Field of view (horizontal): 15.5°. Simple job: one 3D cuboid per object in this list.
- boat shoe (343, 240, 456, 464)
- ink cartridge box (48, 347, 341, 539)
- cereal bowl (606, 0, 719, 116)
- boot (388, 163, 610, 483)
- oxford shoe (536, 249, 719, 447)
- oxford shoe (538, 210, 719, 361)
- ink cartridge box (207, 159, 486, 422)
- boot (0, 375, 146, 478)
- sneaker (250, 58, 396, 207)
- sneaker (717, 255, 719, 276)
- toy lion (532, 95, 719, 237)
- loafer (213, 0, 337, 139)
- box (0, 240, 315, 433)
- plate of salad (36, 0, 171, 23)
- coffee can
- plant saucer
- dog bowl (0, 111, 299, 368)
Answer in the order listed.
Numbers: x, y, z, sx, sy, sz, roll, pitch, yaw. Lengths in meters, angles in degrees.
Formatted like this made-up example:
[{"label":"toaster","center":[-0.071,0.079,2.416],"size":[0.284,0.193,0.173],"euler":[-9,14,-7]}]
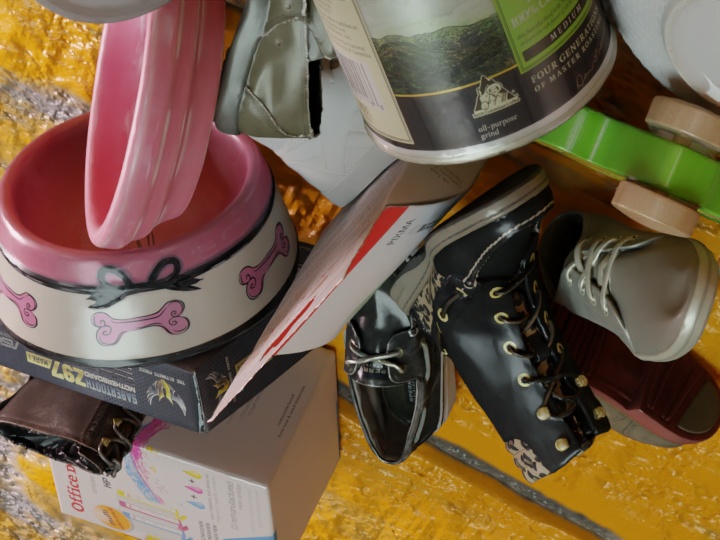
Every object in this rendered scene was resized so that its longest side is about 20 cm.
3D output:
[{"label":"boat shoe","center":[0.024,0.051,1.739],"size":[0.072,0.071,0.201],"euler":[9,138,25]},{"label":"ink cartridge box","center":[-0.129,0.113,1.872],"size":[0.199,0.126,0.129],"euler":[16,144,15]},{"label":"cereal bowl","center":[0.213,-0.140,1.367],"size":[0.199,0.084,0.201],"euler":[18,144,14]},{"label":"boot","center":[0.099,0.033,1.538],"size":[0.154,0.073,0.204],"euler":[56,158,6]},{"label":"oxford shoe","center":[0.133,0.055,1.680],"size":[0.200,0.071,0.075],"euler":[38,150,-11]},{"label":"oxford shoe","center":[0.152,0.005,1.534],"size":[0.057,0.076,0.200],"euler":[20,-176,-18]},{"label":"ink cartridge box","center":[0.000,0.000,1.555],"size":[0.050,0.200,0.161],"euler":[35,131,-8]},{"label":"boot","center":[-0.136,0.069,1.777],"size":[0.199,0.175,0.069],"euler":[6,140,27]},{"label":"sneaker","center":[-0.015,-0.118,1.552],"size":[0.115,0.074,0.200],"euler":[33,143,-9]},{"label":"sneaker","center":[0.296,0.040,1.532],"size":[0.199,0.092,0.076],"euler":[22,144,7]},{"label":"toy lion","center":[0.163,-0.059,1.479],"size":[0.199,0.069,0.191],"euler":[21,-177,-35]},{"label":"loafer","center":[-0.026,-0.157,1.480],"size":[0.069,0.075,0.201],"euler":[21,125,3]},{"label":"box","center":[-0.127,0.024,1.696],"size":[0.199,0.158,0.051],"euler":[14,126,35]},{"label":"plate of salad","center":[-0.122,-0.228,1.386],"size":[0.048,0.200,0.201],"euler":[28,152,38]},{"label":"coffee can","center":[0.036,-0.177,1.363],"size":[0.145,0.147,0.201],"euler":[1,133,32]},{"label":"plant saucer","center":[-0.118,-0.110,1.537],"size":[0.050,0.202,0.201],"euler":[8,148,-14]},{"label":"dog bowl","center":[-0.139,-0.030,1.646],"size":[0.199,0.200,0.074],"euler":[11,130,22]}]
